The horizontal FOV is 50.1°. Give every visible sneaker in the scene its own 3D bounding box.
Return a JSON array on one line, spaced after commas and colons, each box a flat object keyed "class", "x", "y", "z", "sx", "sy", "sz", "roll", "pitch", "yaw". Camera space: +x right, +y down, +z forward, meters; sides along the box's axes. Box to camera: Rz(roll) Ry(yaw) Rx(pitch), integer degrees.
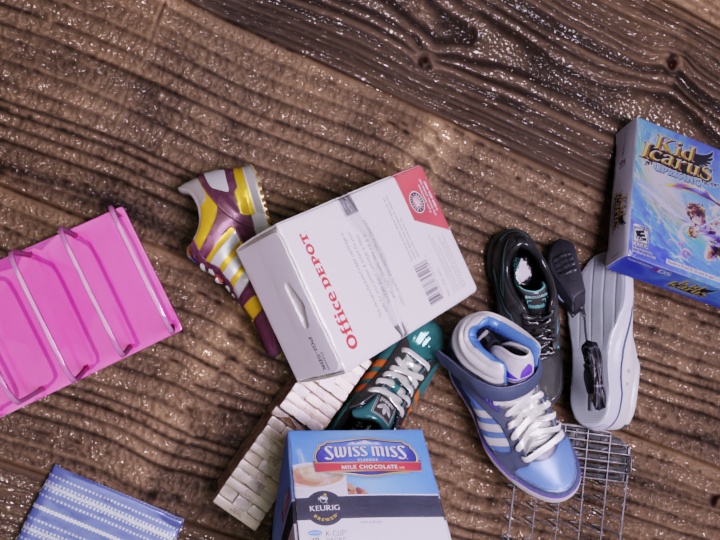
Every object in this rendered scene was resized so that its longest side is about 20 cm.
[{"class": "sneaker", "x": 0.178, "y": 0.054, "z": 0.830, "sx": 0.075, "sy": 0.079, "sz": 0.200, "roll": -13, "pitch": 91, "yaw": -2}, {"class": "sneaker", "x": 0.277, "y": 0.081, "z": 0.867, "sx": 0.071, "sy": 0.073, "sz": 0.200, "roll": 20, "pitch": 76, "yaw": -42}, {"class": "sneaker", "x": 0.156, "y": 0.131, "z": 0.761, "sx": 0.081, "sy": 0.146, "sz": 0.200, "roll": -30, "pitch": 70, "yaw": -12}, {"class": "sneaker", "x": -0.125, "y": -0.003, "z": 0.780, "sx": 0.090, "sy": 0.075, "sz": 0.200, "roll": -13, "pitch": 84, "yaw": -4}, {"class": "sneaker", "x": 0.027, "y": 0.134, "z": 0.795, "sx": 0.071, "sy": 0.080, "sz": 0.200, "roll": 38, "pitch": 81, "yaw": -7}]

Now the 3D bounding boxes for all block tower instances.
[{"class": "block tower", "x": -0.072, "y": 0.159, "z": 0.788, "sx": 0.054, "sy": 0.058, "sz": 0.200, "roll": 37, "pitch": 79, "yaw": -8}]

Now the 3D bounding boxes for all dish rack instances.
[{"class": "dish rack", "x": 0.219, "y": 0.268, "z": 0.848, "sx": 0.153, "sy": 0.055, "sz": 0.200, "roll": 10, "pitch": 84, "yaw": -13}]

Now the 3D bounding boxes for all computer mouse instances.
[{"class": "computer mouse", "x": 0.227, "y": 0.054, "z": 0.823, "sx": 0.034, "sy": 0.059, "sz": 0.200, "roll": -7, "pitch": 57, "yaw": 5}]

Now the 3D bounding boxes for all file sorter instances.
[{"class": "file sorter", "x": -0.287, "y": 0.039, "z": 0.710, "sx": 0.200, "sy": 0.125, "sz": 0.139, "roll": -26, "pitch": 94, "yaw": -12}]

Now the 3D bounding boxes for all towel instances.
[{"class": "towel", "x": -0.279, "y": 0.311, "z": 0.757, "sx": 0.145, "sy": 0.024, "sz": 0.200, "roll": 25, "pitch": 81, "yaw": -8}]

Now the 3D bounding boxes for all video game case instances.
[{"class": "video game case", "x": 0.380, "y": -0.059, "z": 0.870, "sx": 0.200, "sy": 0.045, "sz": 0.181, "roll": 18, "pitch": 64, "yaw": -11}]

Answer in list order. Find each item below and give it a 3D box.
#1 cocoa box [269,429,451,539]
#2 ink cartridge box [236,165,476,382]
[{"class": "cocoa box", "x": -0.011, "y": 0.257, "z": 0.711, "sx": 0.133, "sy": 0.131, "sz": 0.200, "roll": 2, "pitch": 130, "yaw": -12}, {"class": "ink cartridge box", "x": 0.000, "y": 0.000, "z": 0.755, "sx": 0.200, "sy": 0.083, "sz": 0.147, "roll": -26, "pitch": 93, "yaw": -39}]
